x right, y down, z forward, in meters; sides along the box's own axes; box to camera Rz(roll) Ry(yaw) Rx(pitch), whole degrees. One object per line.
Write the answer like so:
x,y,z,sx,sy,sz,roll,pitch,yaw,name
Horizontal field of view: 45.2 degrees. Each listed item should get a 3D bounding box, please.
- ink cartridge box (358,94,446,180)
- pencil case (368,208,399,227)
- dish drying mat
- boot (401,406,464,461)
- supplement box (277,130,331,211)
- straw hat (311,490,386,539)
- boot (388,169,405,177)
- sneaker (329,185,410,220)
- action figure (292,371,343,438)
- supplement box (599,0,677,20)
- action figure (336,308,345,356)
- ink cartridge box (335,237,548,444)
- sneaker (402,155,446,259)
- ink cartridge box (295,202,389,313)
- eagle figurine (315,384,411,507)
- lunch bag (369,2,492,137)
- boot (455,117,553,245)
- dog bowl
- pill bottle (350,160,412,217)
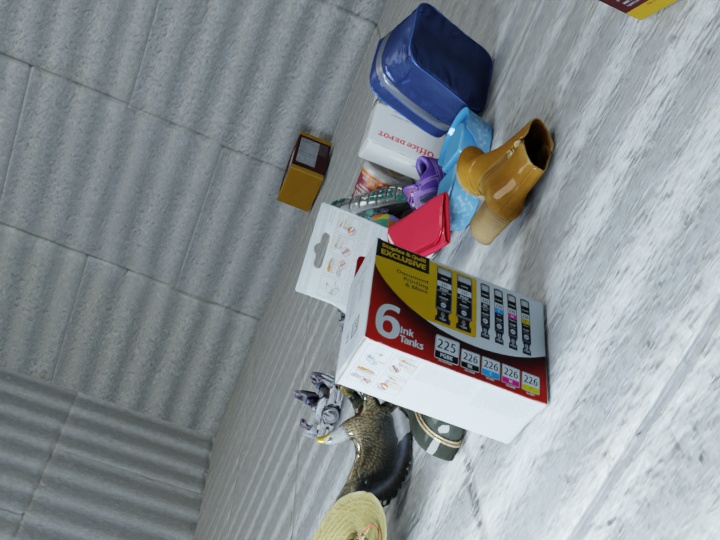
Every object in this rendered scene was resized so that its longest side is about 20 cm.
0.092,-0.288,1.613,0.084,0.142,0.204,136,152,-69,ink cartridge box
0.040,-0.016,1.574,0.089,0.087,0.203,122,164,-47,pencil case
0.085,-0.054,1.310,0.200,0.018,0.079,149,122,-66,dish drying mat
0.105,0.121,1.064,0.141,0.076,0.200,-63,25,15,boot
-0.215,-0.379,3.318,0.198,0.130,0.203,122,164,-50,supplement box
0.007,0.375,1.051,0.201,0.084,0.204,-48,27,35,straw hat
0.094,-0.257,1.754,0.203,0.073,0.155,-62,9,-17,boot
0.022,-0.102,1.671,0.093,0.196,0.078,68,-154,-21,sneaker
-0.081,0.266,1.735,0.132,0.068,0.200,-61,15,2,action figure
0.247,-0.361,0.807,0.197,0.196,0.136,180,109,-79,supplement box
0.002,0.086,1.655,0.195,0.102,0.204,-74,-17,-55,action figure
0.086,0.055,0.892,0.084,0.196,0.178,123,162,-44,ink cartridge box
0.103,-0.097,1.387,0.081,0.082,0.204,123,160,-52,sneaker
0.000,0.000,1.429,0.047,0.196,0.164,140,149,-67,ink cartridge box
0.010,0.247,1.236,0.151,0.148,0.205,24,-132,-63,eagle figurine
0.117,-0.321,1.436,0.131,0.198,0.138,-24,42,50,lunch bag
0.188,-0.140,1.109,0.145,0.070,0.204,-55,21,36,boot
0.153,-0.150,1.319,0.112,0.049,0.204,129,158,-61,dog bowl
0.022,-0.112,1.757,0.110,0.107,0.203,-97,29,-67,pill bottle
